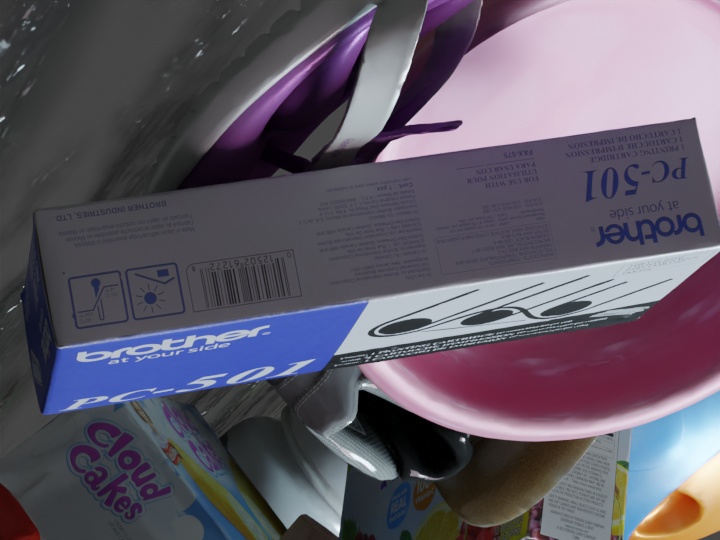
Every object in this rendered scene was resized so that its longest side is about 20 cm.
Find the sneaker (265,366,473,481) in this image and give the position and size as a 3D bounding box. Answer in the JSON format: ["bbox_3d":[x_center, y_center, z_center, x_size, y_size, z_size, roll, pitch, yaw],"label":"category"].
[{"bbox_3d":[0.012,0.031,0.968,0.075,0.116,0.200,-41,170,26],"label":"sneaker"}]

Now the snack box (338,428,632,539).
[{"bbox_3d":[0.053,0.089,1.093,0.200,0.053,0.142,-40,-145,55],"label":"snack box"}]

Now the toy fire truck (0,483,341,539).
[{"bbox_3d":[-0.107,0.131,0.833,0.129,0.176,0.200,-42,170,30],"label":"toy fire truck"}]

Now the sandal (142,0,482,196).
[{"bbox_3d":[0.012,-0.062,0.695,0.203,0.050,0.082,-40,169,29],"label":"sandal"}]

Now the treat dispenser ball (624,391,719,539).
[{"bbox_3d":[0.140,0.046,1.255,0.201,0.201,0.201,-35,171,-6],"label":"treat dispenser ball"}]

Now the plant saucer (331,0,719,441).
[{"bbox_3d":[0.078,-0.031,0.827,0.200,0.051,0.201,-9,129,-11],"label":"plant saucer"}]

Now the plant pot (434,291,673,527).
[{"bbox_3d":[0.074,0.007,0.984,0.200,0.027,0.200,-57,-163,29],"label":"plant pot"}]

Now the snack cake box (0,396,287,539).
[{"bbox_3d":[-0.082,0.117,1.058,0.067,0.115,0.200,-37,172,1],"label":"snack cake box"}]

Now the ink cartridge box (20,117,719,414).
[{"bbox_3d":[0.000,0.000,0.734,0.200,0.044,0.094,-8,167,-12],"label":"ink cartridge box"}]

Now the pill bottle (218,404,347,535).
[{"bbox_3d":[-0.064,0.151,1.317,0.200,0.113,0.113,-38,171,12],"label":"pill bottle"}]
